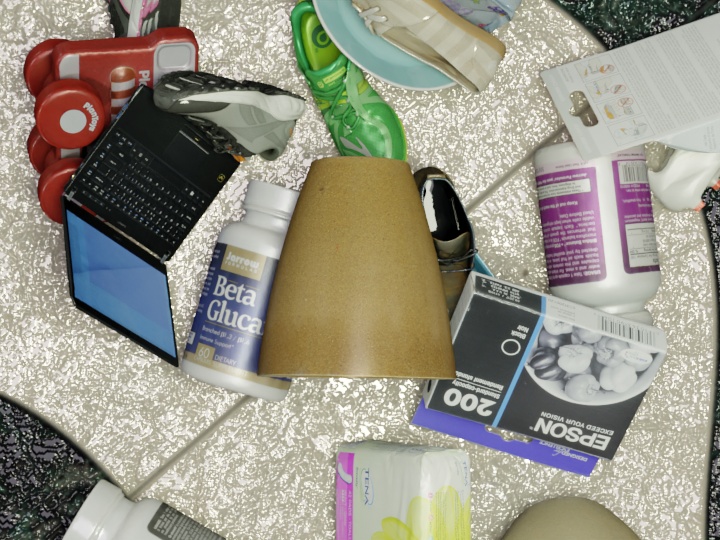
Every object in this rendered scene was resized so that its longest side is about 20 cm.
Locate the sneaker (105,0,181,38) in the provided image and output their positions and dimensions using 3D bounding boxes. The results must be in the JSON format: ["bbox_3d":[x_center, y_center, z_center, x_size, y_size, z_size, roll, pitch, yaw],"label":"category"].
[{"bbox_3d":[-0.231,-0.293,1.723,0.086,0.080,0.202,7,90,23],"label":"sneaker"}]

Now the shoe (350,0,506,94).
[{"bbox_3d":[0.049,-0.235,1.638,0.199,0.070,0.054,28,80,-17],"label":"shoe"}]

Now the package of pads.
[{"bbox_3d":[0.041,0.267,1.655,0.068,0.154,0.202,0,88,-36],"label":"package of pads"}]

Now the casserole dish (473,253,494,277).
[{"bbox_3d":[0.065,0.015,1.722,0.121,0.039,0.201,-37,90,-1],"label":"casserole dish"}]

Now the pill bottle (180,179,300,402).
[{"bbox_3d":[-0.098,0.019,1.685,0.110,0.111,0.202,16,88,0],"label":"pill bottle"}]

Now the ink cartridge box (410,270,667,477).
[{"bbox_3d":[0.167,0.114,1.656,0.196,0.044,0.201,16,125,-5],"label":"ink cartridge box"}]

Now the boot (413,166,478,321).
[{"bbox_3d":[0.076,-0.002,1.655,0.074,0.097,0.202,-10,89,-2],"label":"boot"}]

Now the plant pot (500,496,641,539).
[{"bbox_3d":[0.201,0.299,1.655,0.198,0.201,0.135,-4,53,0],"label":"plant pot"}]

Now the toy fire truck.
[{"bbox_3d":[-0.238,-0.137,1.676,0.166,0.112,0.202,-6,124,-15],"label":"toy fire truck"}]

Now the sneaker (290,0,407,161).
[{"bbox_3d":[-0.022,-0.177,1.699,0.074,0.083,0.201,-29,85,18],"label":"sneaker"}]

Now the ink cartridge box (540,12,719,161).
[{"bbox_3d":[0.294,-0.167,1.674,0.198,0.163,0.057,-22,130,3],"label":"ink cartridge box"}]

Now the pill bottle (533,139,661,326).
[{"bbox_3d":[0.235,-0.026,1.687,0.111,0.112,0.202,-6,88,0],"label":"pill bottle"}]

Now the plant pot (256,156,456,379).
[{"bbox_3d":[0.000,0.000,1.590,0.184,0.186,0.202,2,86,0],"label":"plant pot"}]

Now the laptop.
[{"bbox_3d":[-0.192,-0.041,1.643,0.103,0.177,0.201,36,88,36],"label":"laptop"}]

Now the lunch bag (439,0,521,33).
[{"bbox_3d":[0.077,-0.347,1.662,0.199,0.127,0.171,29,71,-18],"label":"lunch bag"}]

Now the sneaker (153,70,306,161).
[{"bbox_3d":[-0.125,-0.146,1.659,0.074,0.199,0.080,22,99,34],"label":"sneaker"}]

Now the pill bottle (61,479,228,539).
[{"bbox_3d":[-0.191,0.294,1.675,0.199,0.116,0.117,31,88,1],"label":"pill bottle"}]

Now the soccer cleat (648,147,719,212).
[{"bbox_3d":[0.361,-0.148,1.715,0.077,0.069,0.200,39,91,4],"label":"soccer cleat"}]

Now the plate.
[{"bbox_3d":[0.039,-0.264,1.704,0.198,0.026,0.202,10,64,-20],"label":"plate"}]
